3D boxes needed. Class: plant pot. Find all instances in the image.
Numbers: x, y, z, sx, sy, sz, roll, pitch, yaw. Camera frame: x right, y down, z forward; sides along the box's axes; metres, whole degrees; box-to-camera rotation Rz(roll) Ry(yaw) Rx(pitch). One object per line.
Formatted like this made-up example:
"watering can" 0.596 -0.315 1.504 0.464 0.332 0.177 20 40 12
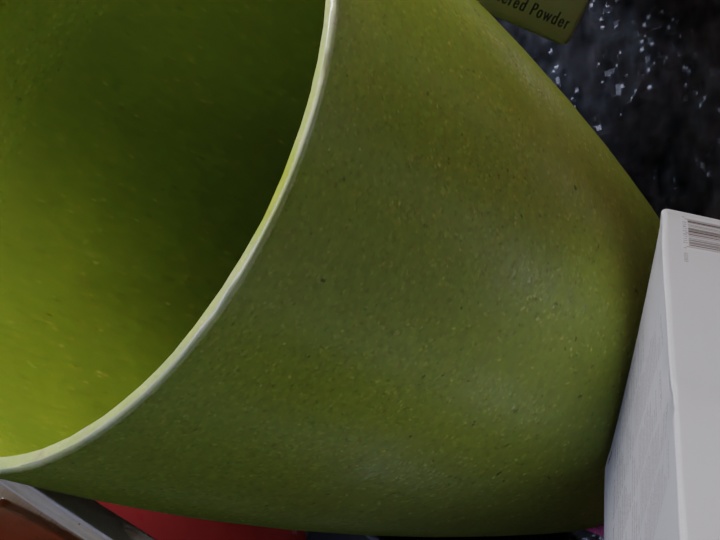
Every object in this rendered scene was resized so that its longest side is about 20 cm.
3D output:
"plant pot" 0.000 0.000 0.786 0.187 0.200 0.188 -28 49 38

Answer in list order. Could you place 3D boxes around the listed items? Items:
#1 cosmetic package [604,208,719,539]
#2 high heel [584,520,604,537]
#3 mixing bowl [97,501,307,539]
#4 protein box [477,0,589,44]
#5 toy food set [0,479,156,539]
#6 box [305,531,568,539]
"cosmetic package" 0.089 0.064 0.666 0.200 0.051 0.083 -79 1 -65
"high heel" 0.092 0.097 0.834 0.096 0.067 0.200 -41 51 22
"mixing bowl" -0.082 0.126 0.933 0.108 0.200 0.201 25 104 6
"protein box" 0.028 -0.211 0.862 0.200 0.135 0.199 -64 20 17
"toy food set" -0.098 0.157 0.813 0.200 0.143 0.060 -54 8 24
"box" 0.030 0.193 0.858 0.148 0.107 0.200 37 108 42
